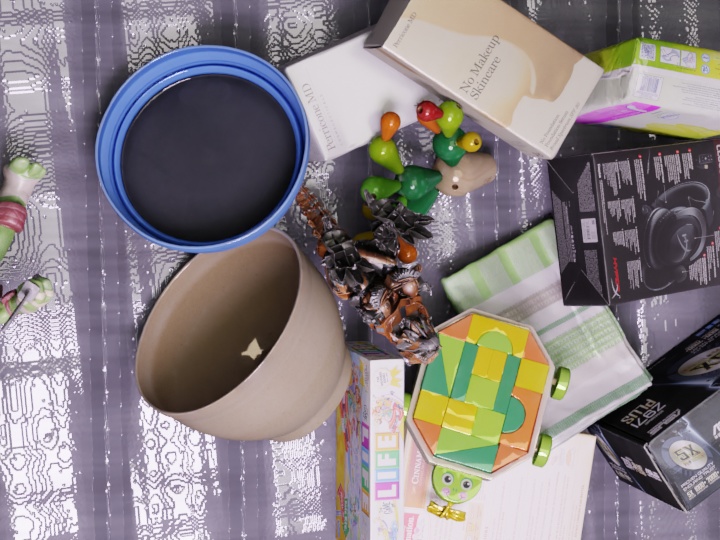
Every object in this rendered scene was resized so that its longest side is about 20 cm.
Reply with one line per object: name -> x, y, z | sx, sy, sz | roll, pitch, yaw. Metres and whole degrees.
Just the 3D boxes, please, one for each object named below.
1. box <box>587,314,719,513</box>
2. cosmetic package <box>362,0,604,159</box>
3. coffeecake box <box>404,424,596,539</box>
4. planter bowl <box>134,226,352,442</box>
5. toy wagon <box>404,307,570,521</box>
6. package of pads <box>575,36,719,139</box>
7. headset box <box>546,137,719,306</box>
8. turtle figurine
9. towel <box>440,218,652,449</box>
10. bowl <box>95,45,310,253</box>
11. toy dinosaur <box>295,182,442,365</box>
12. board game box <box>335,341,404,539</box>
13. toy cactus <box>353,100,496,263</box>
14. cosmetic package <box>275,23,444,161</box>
box -> 0.348, 0.138, 1.732 | 0.200, 0.164, 0.086 | -35, 103, -9
cosmetic package -> 0.115, -0.198, 1.614 | 0.200, 0.071, 0.105 | 30, 89, -16
coffeecake box -> 0.121, 0.224, 1.726 | 0.199, 0.073, 0.154 | 8, 91, -15
planter bowl -> -0.093, 0.077, 1.610 | 0.200, 0.200, 0.135 | -53, 128, -5
toy wagon -> 0.110, 0.141, 1.651 | 0.155, 0.040, 0.201 | 17, 77, -2
package of pads -> 0.291, -0.172, 1.670 | 0.154, 0.200, 0.068 | 8, 88, -16
headset box -> 0.292, -0.051, 1.720 | 0.200, 0.077, 0.149 | -10, 94, -33
turtle figurine -> -0.345, -0.019, 1.532 | 0.143, 0.200, 0.195 | 0, 70, 16
towel -> 0.187, 0.063, 1.713 | 0.149, 0.031, 0.200 | -29, 85, -23
bowl -> -0.144, -0.110, 1.601 | 0.200, 0.039, 0.201 | -2, 73, 6
toy dinosaur -> 0.000, 0.000, 1.589 | 0.200, 0.136, 0.102 | 29, 65, 8
board game box -> 0.008, 0.176, 1.661 | 0.034, 0.134, 0.201 | -1, 95, -15
toy cactus -> 0.072, -0.086, 1.661 | 0.165, 0.102, 0.200 | -14, 134, -42
cosmetic package -> 0.026, -0.188, 1.665 | 0.200, 0.074, 0.102 | -26, 101, -12
